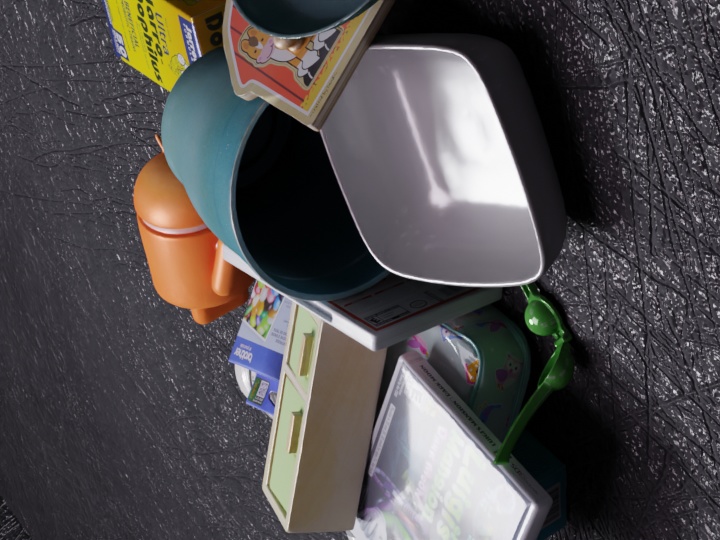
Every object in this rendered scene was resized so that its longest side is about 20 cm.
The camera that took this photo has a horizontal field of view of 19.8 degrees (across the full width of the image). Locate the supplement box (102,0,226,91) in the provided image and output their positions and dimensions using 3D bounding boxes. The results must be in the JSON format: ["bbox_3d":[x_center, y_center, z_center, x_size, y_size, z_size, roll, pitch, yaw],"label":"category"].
[{"bbox_3d":[-0.141,-0.228,1.830,0.200,0.109,0.109,34,146,48],"label":"supplement box"}]

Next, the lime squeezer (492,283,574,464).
[{"bbox_3d":[0.132,0.054,1.626,0.038,0.070,0.202,80,-174,-74],"label":"lime squeezer"}]

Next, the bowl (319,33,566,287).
[{"bbox_3d":[0.066,-0.091,1.539,0.199,0.075,0.201,3,121,46],"label":"bowl"}]

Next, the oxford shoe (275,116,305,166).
[{"bbox_3d":[-0.077,-0.139,1.880,0.200,0.070,0.074,38,118,54],"label":"oxford shoe"}]

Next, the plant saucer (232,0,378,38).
[{"bbox_3d":[-0.015,-0.255,1.483,0.036,0.201,0.200,24,-169,-45],"label":"plant saucer"}]

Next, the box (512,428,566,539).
[{"bbox_3d":[0.102,0.152,1.820,0.200,0.049,0.083,43,151,39],"label":"box"}]

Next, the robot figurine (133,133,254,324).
[{"bbox_3d":[-0.166,-0.042,2.098,0.144,0.116,0.201,-82,-14,-51],"label":"robot figurine"}]

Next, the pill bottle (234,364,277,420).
[{"bbox_3d":[-0.042,0.099,1.989,0.200,0.116,0.117,7,122,65],"label":"pill bottle"}]

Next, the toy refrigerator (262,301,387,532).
[{"bbox_3d":[-0.033,0.116,1.736,0.076,0.069,0.201,-128,43,-57],"label":"toy refrigerator"}]

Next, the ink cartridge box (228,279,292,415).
[{"bbox_3d":[-0.061,0.035,1.893,0.119,0.042,0.202,17,90,60],"label":"ink cartridge box"}]

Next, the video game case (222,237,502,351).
[{"bbox_3d":[0.000,0.000,1.713,0.199,0.142,0.018,30,129,41],"label":"video game case"}]

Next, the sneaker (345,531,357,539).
[{"bbox_3d":[0.034,0.204,2.021,0.200,0.075,0.116,-16,97,58],"label":"sneaker"}]

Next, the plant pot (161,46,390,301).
[{"bbox_3d":[-0.065,-0.098,1.685,0.188,0.199,0.201,28,141,52],"label":"plant pot"}]

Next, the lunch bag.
[{"bbox_3d":[0.052,0.086,1.755,0.200,0.077,0.162,36,125,43],"label":"lunch bag"}]

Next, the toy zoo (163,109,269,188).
[{"bbox_3d":[-0.116,-0.092,1.896,0.131,0.020,0.200,52,173,-30],"label":"toy zoo"}]

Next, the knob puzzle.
[{"bbox_3d":[-0.047,-0.220,1.550,0.030,0.221,0.219,25,-175,-40],"label":"knob puzzle"}]

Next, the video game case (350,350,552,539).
[{"bbox_3d":[0.066,0.197,1.686,0.182,0.023,0.201,47,136,32],"label":"video game case"}]
